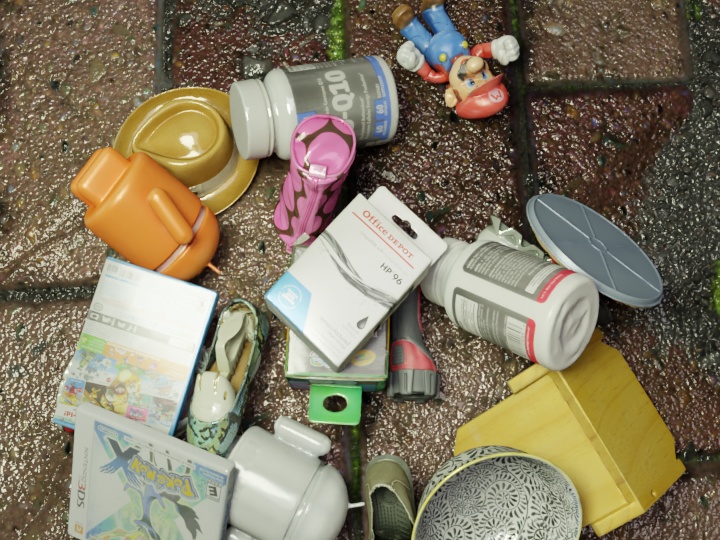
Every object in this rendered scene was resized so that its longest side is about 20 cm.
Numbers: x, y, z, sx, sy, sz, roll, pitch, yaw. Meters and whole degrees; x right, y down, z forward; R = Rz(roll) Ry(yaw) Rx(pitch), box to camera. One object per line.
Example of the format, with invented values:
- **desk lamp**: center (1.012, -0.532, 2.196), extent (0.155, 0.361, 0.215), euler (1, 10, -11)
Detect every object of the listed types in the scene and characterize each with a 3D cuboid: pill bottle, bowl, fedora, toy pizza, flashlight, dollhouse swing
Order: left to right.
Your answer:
- **fedora**: center (-0.230, -0.163, 1.191), extent (0.196, 0.082, 0.205), euler (0, 76, 0)
- **pill bottle**: center (-0.060, -0.203, 1.164), extent (0.197, 0.114, 0.116), euler (-12, 76, -19)
- **flashlight**: center (0.067, 0.060, 1.152), extent (0.067, 0.068, 0.204), euler (4, 71, -5)
- **bowl**: center (0.141, 0.272, 1.040), extent (0.197, 0.094, 0.204), euler (-4, 110, -11)
- **pill bottle**: center (0.167, 0.030, 1.070), extent (0.198, 0.111, 0.112), euler (25, 75, 40)
- **dollhouse swing**: center (0.248, 0.216, 1.127), extent (0.180, 0.176, 0.202), euler (-18, 72, -47)
- **toy pizza**: center (0.283, -0.021, 1.129), extent (0.199, 0.200, 0.032), euler (38, 120, 8)

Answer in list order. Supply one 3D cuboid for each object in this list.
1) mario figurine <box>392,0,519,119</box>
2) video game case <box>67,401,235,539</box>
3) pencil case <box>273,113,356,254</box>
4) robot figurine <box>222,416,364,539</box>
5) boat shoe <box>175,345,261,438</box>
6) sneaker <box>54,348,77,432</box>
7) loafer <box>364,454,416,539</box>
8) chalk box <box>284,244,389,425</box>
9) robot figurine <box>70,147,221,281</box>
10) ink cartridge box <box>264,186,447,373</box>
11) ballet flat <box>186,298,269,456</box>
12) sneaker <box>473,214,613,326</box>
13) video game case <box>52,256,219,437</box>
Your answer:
- **mario figurine**: center (0.127, -0.289, 1.210), extent (0.123, 0.105, 0.201), euler (-44, 69, 25)
- **video game case**: center (-0.244, 0.263, 1.051), extent (0.197, 0.022, 0.185), euler (18, 115, 14)
- **pencil case**: center (-0.058, -0.099, 1.118), extent (0.089, 0.201, 0.095), euler (23, 62, 1)
- **robot figurine**: center (-0.098, 0.260, 1.074), extent (0.197, 0.113, 0.172), euler (25, 93, 6)
- **boat shoe**: center (-0.207, 0.150, 1.125), extent (0.201, 0.065, 0.075), euler (-36, 79, -8)
- **sneaker**: center (-0.304, 0.113, 1.131), extent (0.084, 0.077, 0.202), euler (28, 78, 1)
- **loafer**: center (0.038, 0.319, 1.059), extent (0.074, 0.070, 0.204), euler (-13, 95, 14)
- **chalk box**: center (-0.027, 0.084, 1.114), extent (0.122, 0.124, 0.204), euler (3, 77, -1)
- **robot figurine**: center (-0.253, -0.061, 1.119), extent (0.200, 0.143, 0.118), euler (41, 36, -25)
- **ink cartridge box**: center (0.000, 0.000, 1.035), extent (0.116, 0.068, 0.200), euler (41, 79, 7)
- **ballet flat**: center (-0.161, 0.119, 1.065), extent (0.073, 0.075, 0.203), euler (11, 54, 2)
- **sneaker**: center (0.221, 0.024, 1.160), extent (0.199, 0.074, 0.089), euler (36, 88, 14)
- **video game case**: center (-0.263, 0.101, 1.081), extent (0.141, 0.018, 0.203), euler (17, 84, 3)
